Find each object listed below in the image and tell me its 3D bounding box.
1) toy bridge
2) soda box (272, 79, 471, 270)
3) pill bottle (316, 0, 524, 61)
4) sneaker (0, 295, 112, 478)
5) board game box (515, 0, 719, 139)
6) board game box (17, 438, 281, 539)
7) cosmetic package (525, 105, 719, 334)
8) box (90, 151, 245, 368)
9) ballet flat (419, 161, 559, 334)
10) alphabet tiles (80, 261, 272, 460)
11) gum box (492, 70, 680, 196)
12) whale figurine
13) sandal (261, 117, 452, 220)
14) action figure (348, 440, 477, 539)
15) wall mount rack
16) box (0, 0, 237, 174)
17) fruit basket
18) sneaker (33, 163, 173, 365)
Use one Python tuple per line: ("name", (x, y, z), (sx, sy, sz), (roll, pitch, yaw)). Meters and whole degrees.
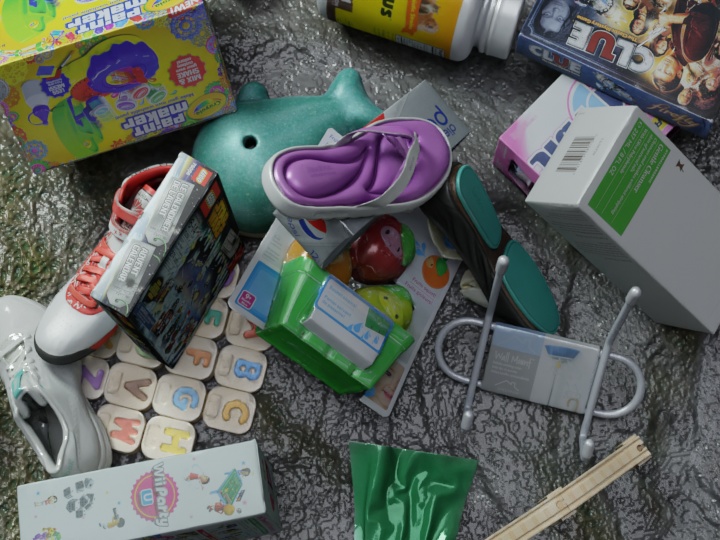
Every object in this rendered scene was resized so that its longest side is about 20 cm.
("toy bridge", (0.173, 0.209, 0.993), (0.198, 0.067, 0.027), (-32, 76, -8))
("soda box", (0.013, -0.089, 0.995), (0.068, 0.063, 0.200), (47, 49, 1))
("pill bottle", (0.063, -0.276, 1.108), (0.197, 0.109, 0.111), (18, 75, 6))
("sneaker", (-0.293, 0.101, 1.012), (0.075, 0.088, 0.201), (-36, 71, 5))
("board game box", (0.264, -0.228, 1.062), (0.197, 0.035, 0.137), (26, 75, 9))
("board game box", (-0.173, 0.206, 0.957), (0.196, 0.148, 0.065), (-10, 71, -3))
("cosmetic package", (0.256, -0.044, 1.004), (0.199, 0.085, 0.109), (37, 79, -24))
("box", (-0.159, -0.001, 0.972), (0.039, 0.200, 0.138), (27, 76, 9))
("ballet flat", (0.114, -0.015, 1.040), (0.201, 0.068, 0.068), (57, 42, -22))
("alphabet tiles", (-0.183, 0.077, 1.062), (0.192, 0.015, 0.203), (13, 74, 4))
("gum box", (0.229, -0.138, 1.088), (0.113, 0.066, 0.200), (43, 79, 12))
("whale figurine", (-0.069, -0.123, 1.069), (0.198, 0.104, 0.160), (-31, 76, -6))
("sandal", (0.011, -0.086, 0.916), (0.201, 0.050, 0.083), (-23, 77, -39))
("action figure", (0.032, 0.260, 0.987), (0.116, 0.055, 0.204), (8, 81, 2))
("wall mount rack", (0.165, 0.072, 0.996), (0.196, 0.075, 0.177), (13, 110, 5))
("box", (-0.238, -0.221, 1.052), (0.197, 0.123, 0.194), (-18, 46, -4))
("fruit basket", (0.000, 0.000, 1.021), (0.184, 0.093, 0.202), (37, 71, -17))
("sneaker", (-0.223, -0.013, 1.009), (0.067, 0.109, 0.201), (35, 60, 21))
